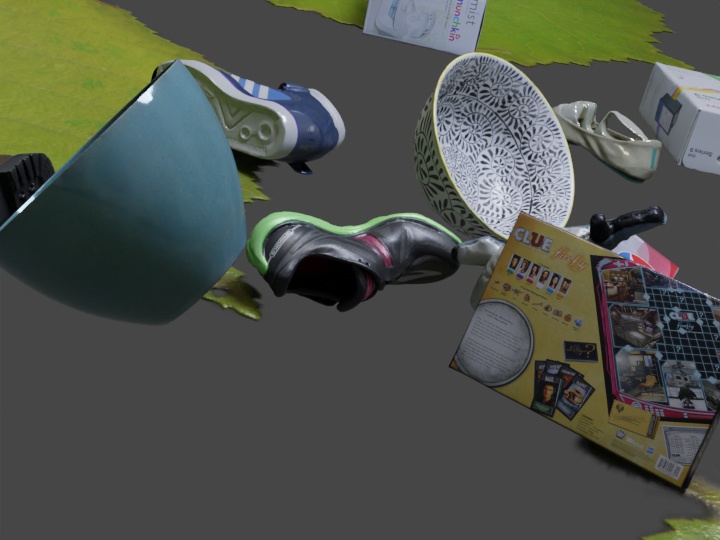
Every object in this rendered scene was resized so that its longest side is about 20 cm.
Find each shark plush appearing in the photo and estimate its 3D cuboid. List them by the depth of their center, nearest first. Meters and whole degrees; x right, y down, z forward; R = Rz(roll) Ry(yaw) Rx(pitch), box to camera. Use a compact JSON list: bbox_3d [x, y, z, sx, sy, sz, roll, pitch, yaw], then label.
[{"bbox_3d":[0.160,-0.016,1.021,0.083,0.200,0.092,-2,57,-48],"label":"shark plush"}]

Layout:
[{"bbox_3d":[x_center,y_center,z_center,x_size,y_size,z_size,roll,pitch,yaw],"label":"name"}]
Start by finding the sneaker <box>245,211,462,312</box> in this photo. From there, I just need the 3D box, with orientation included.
[{"bbox_3d":[0.000,0.000,1.044,0.197,0.077,0.084,-2,47,-24],"label":"sneaker"}]

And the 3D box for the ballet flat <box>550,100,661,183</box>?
[{"bbox_3d":[0.297,-0.178,1.553,0.069,0.070,0.199,-11,35,-43],"label":"ballet flat"}]

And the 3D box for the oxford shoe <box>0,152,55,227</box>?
[{"bbox_3d":[-0.325,-0.042,0.959,0.083,0.074,0.200,5,19,18],"label":"oxford shoe"}]

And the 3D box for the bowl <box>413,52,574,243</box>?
[{"bbox_3d":[0.116,-0.107,1.239,0.199,0.094,0.203,19,61,-37],"label":"bowl"}]

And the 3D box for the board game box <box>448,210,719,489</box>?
[{"bbox_3d":[0.182,0.057,0.929,0.198,0.137,0.035,27,3,24],"label":"board game box"}]

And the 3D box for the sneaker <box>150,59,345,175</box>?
[{"bbox_3d":[-0.111,-0.169,1.317,0.198,0.082,0.146,24,18,28],"label":"sneaker"}]

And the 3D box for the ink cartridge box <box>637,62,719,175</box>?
[{"bbox_3d":[0.480,-0.201,1.673,0.143,0.088,0.201,11,27,-9],"label":"ink cartridge box"}]

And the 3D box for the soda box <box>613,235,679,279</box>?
[{"bbox_3d":[0.214,0.034,1.056,0.063,0.070,0.200,37,30,8],"label":"soda box"}]

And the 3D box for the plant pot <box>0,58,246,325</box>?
[{"bbox_3d":[-0.163,-0.039,0.918,0.135,0.199,0.201,46,21,-14],"label":"plant pot"}]

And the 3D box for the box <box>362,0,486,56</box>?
[{"bbox_3d":[0.100,-0.409,1.889,0.174,0.098,0.201,12,24,0],"label":"box"}]
